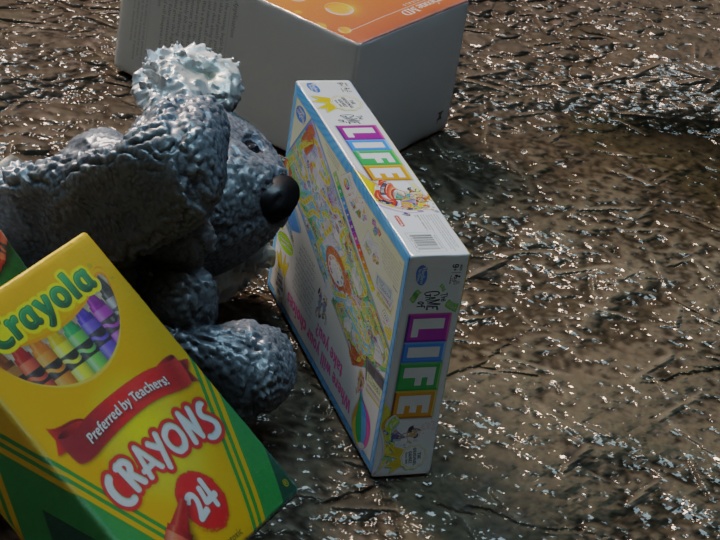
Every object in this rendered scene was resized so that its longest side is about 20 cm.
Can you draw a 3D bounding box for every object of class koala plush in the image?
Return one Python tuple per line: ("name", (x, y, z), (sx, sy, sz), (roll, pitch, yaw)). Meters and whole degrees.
("koala plush", (-0.107, -0.030, 1.375), (0.183, 0.178, 0.200), (-5, 25, 26))

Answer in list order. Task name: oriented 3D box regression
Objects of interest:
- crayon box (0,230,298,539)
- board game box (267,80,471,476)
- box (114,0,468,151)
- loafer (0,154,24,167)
("crayon box", (-0.134, 0.067, 1.204), (0.200, 0.051, 0.127), (49, 36, 1))
("board game box", (0.000, 0.000, 1.383), (0.034, 0.135, 0.200), (-2, 31, -20))
("box", (-0.048, -0.158, 1.687), (0.199, 0.098, 0.124), (27, 33, 28))
("loafer", (-0.225, -0.045, 1.467), (0.199, 0.063, 0.072), (20, 31, 18))
